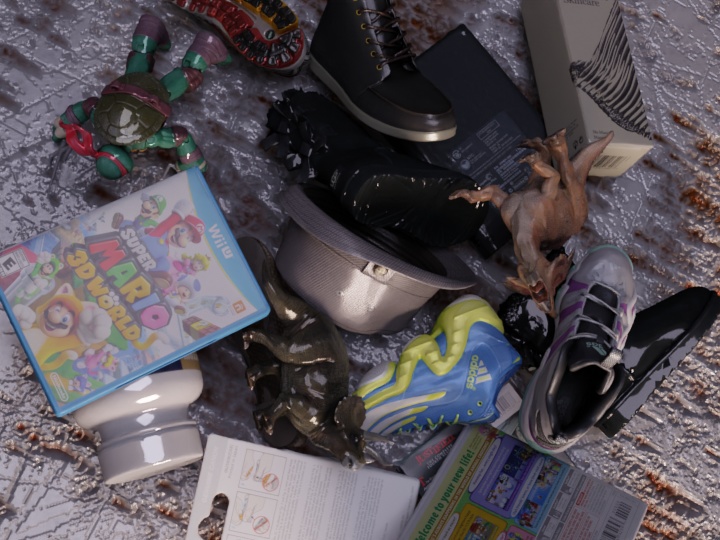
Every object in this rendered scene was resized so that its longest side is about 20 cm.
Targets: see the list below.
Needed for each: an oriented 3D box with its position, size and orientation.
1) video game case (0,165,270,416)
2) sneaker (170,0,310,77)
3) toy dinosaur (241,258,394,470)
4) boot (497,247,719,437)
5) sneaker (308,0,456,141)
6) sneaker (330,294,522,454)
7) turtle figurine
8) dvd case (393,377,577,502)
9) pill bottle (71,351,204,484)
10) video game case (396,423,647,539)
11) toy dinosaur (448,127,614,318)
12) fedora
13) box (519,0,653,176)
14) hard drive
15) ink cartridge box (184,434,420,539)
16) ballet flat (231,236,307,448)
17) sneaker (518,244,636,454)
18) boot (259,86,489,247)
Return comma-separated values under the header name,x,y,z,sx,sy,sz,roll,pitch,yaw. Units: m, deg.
name,x,y,z,sx,sy,sz,roll,pitch,yaw
video game case,-0.193,0.014,1.123,0.199,0.018,0.144,-26,82,-20
sneaker,-0.125,-0.256,1.312,0.078,0.082,0.200,-43,72,2
toy dinosaur,-0.048,0.089,1.182,0.101,0.077,0.202,-11,74,-15
boot,0.236,0.044,1.300,0.162,0.073,0.198,44,73,6
sneaker,0.021,-0.204,1.258,0.074,0.107,0.200,-17,43,-37
sneaker,0.064,0.118,1.222,0.200,0.076,0.105,-44,70,-2
turtle figurine,-0.204,-0.140,1.250,0.149,0.101,0.201,26,66,-4
dvd case,0.145,0.223,1.264,0.145,0.022,0.201,-35,86,-18
pill bottle,-0.203,0.077,1.177,0.118,0.120,0.202,-13,79,-15
video game case,0.138,0.233,1.168,0.181,0.022,0.200,25,43,13
toy dinosaur,0.174,-0.047,1.233,0.200,0.086,0.136,-38,102,-37
fedora,0.000,0.000,1.239,0.199,0.177,0.091,22,105,-30
box,0.225,-0.198,1.347,0.081,0.068,0.202,0,68,-24
hard drive,0.114,-0.131,1.344,0.139,0.033,0.201,-38,86,-18
ink cartridge box,-0.057,0.242,1.187,0.198,0.057,0.164,14,81,-9
ballet flat,-0.081,0.066,1.246,0.046,0.067,0.202,2,67,-54
sneaker,0.207,0.065,1.177,0.077,0.140,0.202,19,80,-2
boot,0.011,-0.099,1.270,0.197,0.074,0.162,8,27,-44
